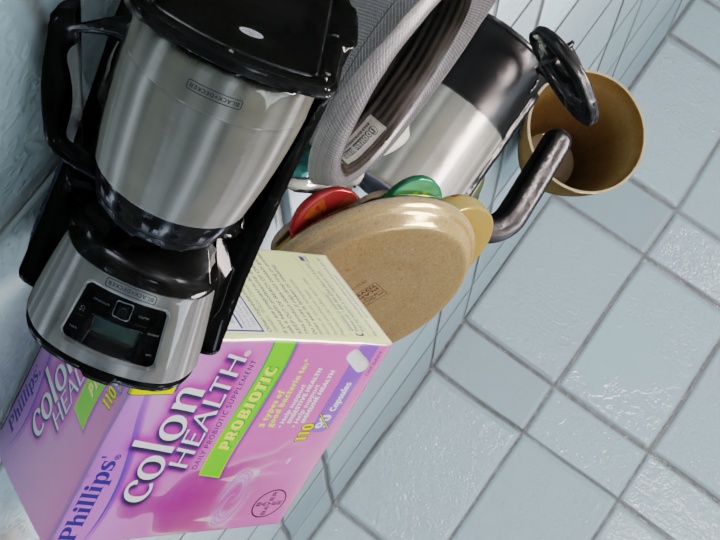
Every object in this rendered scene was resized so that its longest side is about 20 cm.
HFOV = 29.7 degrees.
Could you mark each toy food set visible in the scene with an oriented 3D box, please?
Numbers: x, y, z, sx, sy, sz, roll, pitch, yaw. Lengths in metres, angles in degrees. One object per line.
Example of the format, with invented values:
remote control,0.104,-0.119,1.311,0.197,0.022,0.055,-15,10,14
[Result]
toy food set,0.000,0.000,1.060,0.200,0.049,0.197,-40,145,25

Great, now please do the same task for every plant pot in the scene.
plant pot,0.318,-0.189,2.090,0.187,0.186,0.200,-53,-178,-13

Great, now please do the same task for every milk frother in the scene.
milk frother,0.103,-0.128,1.221,0.189,0.180,0.200,-55,173,-5

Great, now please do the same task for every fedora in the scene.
fedora,0.006,-0.159,0.942,0.201,0.090,0.177,-55,169,16

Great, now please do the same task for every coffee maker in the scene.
coffee maker,-0.084,-0.063,0.712,0.201,0.134,0.192,-61,169,31

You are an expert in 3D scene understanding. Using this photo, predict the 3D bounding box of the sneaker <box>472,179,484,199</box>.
sneaker,0.100,-0.061,1.727,0.201,0.067,0.090,-54,165,-27

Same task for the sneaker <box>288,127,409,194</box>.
sneaker,-0.022,-0.117,1.055,0.200,0.077,0.081,-46,145,-52

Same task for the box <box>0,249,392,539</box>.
box,-0.110,0.081,0.900,0.199,0.097,0.177,5,126,-44
